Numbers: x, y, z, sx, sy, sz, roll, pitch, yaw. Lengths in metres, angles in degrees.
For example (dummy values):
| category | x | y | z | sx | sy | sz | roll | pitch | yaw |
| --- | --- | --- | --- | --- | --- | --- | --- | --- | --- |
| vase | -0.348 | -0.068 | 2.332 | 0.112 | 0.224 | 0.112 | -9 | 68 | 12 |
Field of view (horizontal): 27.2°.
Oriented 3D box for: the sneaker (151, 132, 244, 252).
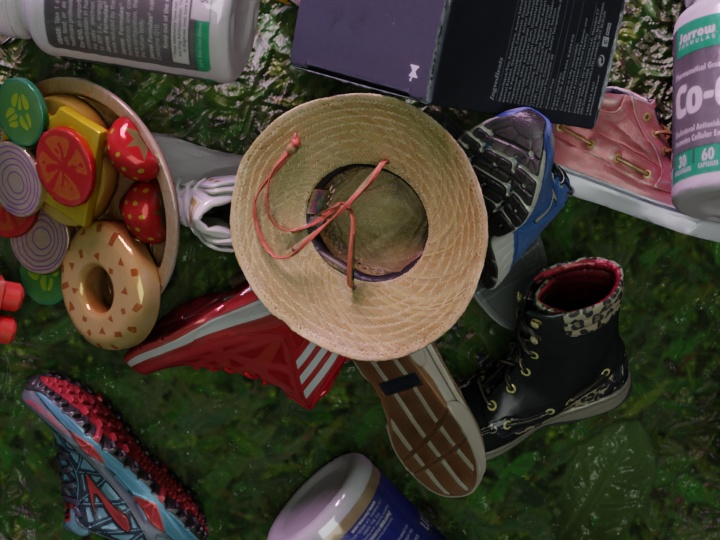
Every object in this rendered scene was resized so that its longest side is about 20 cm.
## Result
| category | x | y | z | sx | sy | sz | roll | pitch | yaw |
| --- | --- | --- | --- | --- | --- | --- | --- | --- | --- |
| sneaker | -0.140 | -0.062 | 1.167 | 0.198 | 0.116 | 0.074 | 3 | 103 | -3 |

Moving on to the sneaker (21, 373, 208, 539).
| category | x | y | z | sx | sy | sz | roll | pitch | yaw |
| --- | --- | --- | --- | --- | --- | --- | --- | --- | --- |
| sneaker | -0.220 | 0.176 | 1.229 | 0.095 | 0.079 | 0.200 | -39 | 102 | 6 |

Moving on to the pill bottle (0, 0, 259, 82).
| category | x | y | z | sx | sy | sz | roll | pitch | yaw |
| --- | --- | --- | --- | --- | --- | --- | --- | --- | --- |
| pill bottle | -0.182 | -0.211 | 1.114 | 0.198 | 0.113 | 0.114 | 10 | 101 | 6 |

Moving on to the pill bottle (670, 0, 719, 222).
| category | x | y | z | sx | sy | sz | roll | pitch | yaw |
| --- | --- | --- | --- | --- | --- | --- | --- | --- | --- |
| pill bottle | 0.299 | -0.145 | 1.156 | 0.112 | 0.113 | 0.202 | 5 | 76 | -5 |

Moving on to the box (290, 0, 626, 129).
| category | x | y | z | sx | sy | sz | roll | pitch | yaw |
| --- | --- | --- | --- | --- | --- | --- | --- | --- | --- |
| box | 0.073 | -0.177 | 1.097 | 0.199 | 0.147 | 0.105 | 2 | 105 | -47 |

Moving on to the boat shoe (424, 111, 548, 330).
| category | x | y | z | sx | sy | sz | roll | pitch | yaw |
| --- | --- | --- | --- | --- | --- | --- | --- | --- | --- |
| boat shoe | 0.088 | -0.042 | 1.221 | 0.074 | 0.065 | 0.202 | -39 | 107 | -9 |

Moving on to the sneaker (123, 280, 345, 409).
| category | x | y | z | sx | sy | sz | roll | pitch | yaw |
| --- | --- | --- | --- | --- | --- | --- | --- | --- | --- |
| sneaker | -0.093 | 0.075 | 1.187 | 0.199 | 0.078 | 0.116 | -21 | 107 | 37 |

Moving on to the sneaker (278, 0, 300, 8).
| category | x | y | z | sx | sy | sz | roll | pitch | yaw |
| --- | --- | --- | --- | --- | --- | --- | --- | --- | --- |
| sneaker | -0.044 | -0.247 | 1.154 | 0.082 | 0.078 | 0.201 | -21 | 102 | 2 |

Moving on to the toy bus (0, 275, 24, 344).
| category | x | y | z | sx | sy | sz | roll | pitch | yaw |
| --- | --- | --- | --- | --- | --- | --- | --- | --- | --- |
| toy bus | -0.357 | -0.011 | 1.160 | 0.191 | 0.136 | 0.202 | 8 | 99 | -19 |

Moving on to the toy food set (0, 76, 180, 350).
| category | x | y | z | sx | sy | sz | roll | pitch | yaw |
| --- | --- | --- | --- | --- | --- | --- | --- | --- | --- |
| toy food set | -0.220 | -0.050 | 1.150 | 0.197 | 0.049 | 0.201 | 30 | 123 | 25 |

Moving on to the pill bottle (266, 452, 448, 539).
| category | x | y | z | sx | sy | sz | roll | pitch | yaw |
| --- | --- | --- | --- | --- | --- | --- | --- | --- | --- |
| pill bottle | 0.026 | 0.259 | 1.245 | 0.116 | 0.116 | 0.200 | -42 | 102 | 5 |

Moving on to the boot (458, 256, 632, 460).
| category | x | y | z | sx | sy | sz | roll | pitch | yaw |
| --- | --- | --- | --- | --- | --- | --- | --- | --- | --- |
| boot | 0.124 | 0.072 | 1.200 | 0.202 | 0.074 | 0.154 | -17 | 140 | -7 |

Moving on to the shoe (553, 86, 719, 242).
| category | x | y | z | sx | sy | sz | roll | pitch | yaw |
| --- | --- | --- | --- | --- | --- | --- | --- | --- | --- |
| shoe | 0.238 | -0.090 | 1.211 | 0.199 | 0.072 | 0.092 | 17 | 103 | -4 |

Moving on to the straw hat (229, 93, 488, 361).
| category | x | y | z | sx | sy | sz | roll | pitch | yaw |
| --- | --- | --- | --- | --- | --- | --- | --- | --- | --- |
| straw hat | 0.012 | -0.037 | 1.083 | 0.200 | 0.085 | 0.203 | 3 | 98 | 23 |

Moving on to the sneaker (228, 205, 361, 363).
| category | x | y | z | sx | sy | sz | roll | pitch | yaw |
| --- | --- | --- | --- | --- | --- | --- | --- | --- | --- |
| sneaker | 0.000 | 0.000 | 1.193 | 0.199 | 0.071 | 0.113 | -31 | 105 | 30 |

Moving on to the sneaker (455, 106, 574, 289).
| category | x | y | z | sx | sy | sz | roll | pitch | yaw |
| --- | --- | --- | --- | --- | --- | --- | --- | --- | --- |
| sneaker | 0.113 | -0.068 | 1.108 | 0.078 | 0.200 | 0.089 | 40 | 68 | 13 |

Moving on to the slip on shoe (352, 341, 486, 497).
| category | x | y | z | sx | sy | sz | roll | pitch | yaw |
| --- | --- | --- | --- | --- | --- | --- | --- | --- | --- |
| slip on shoe | 0.044 | 0.087 | 1.161 | 0.076 | 0.061 | 0.201 | -19 | 114 | 34 |
